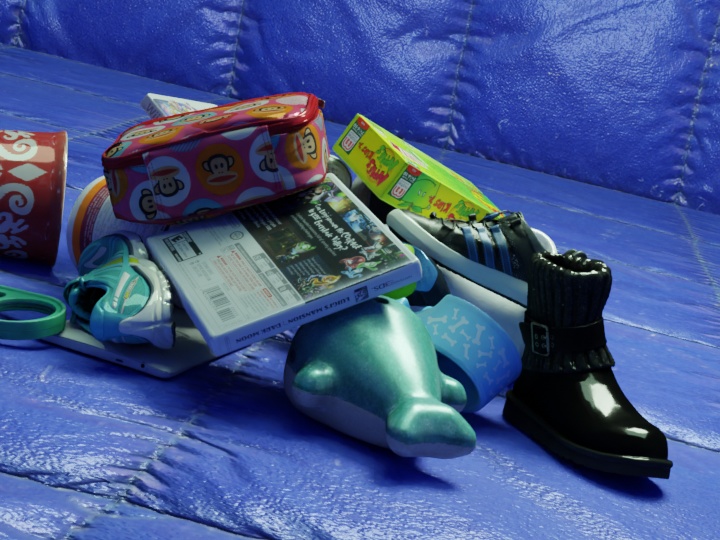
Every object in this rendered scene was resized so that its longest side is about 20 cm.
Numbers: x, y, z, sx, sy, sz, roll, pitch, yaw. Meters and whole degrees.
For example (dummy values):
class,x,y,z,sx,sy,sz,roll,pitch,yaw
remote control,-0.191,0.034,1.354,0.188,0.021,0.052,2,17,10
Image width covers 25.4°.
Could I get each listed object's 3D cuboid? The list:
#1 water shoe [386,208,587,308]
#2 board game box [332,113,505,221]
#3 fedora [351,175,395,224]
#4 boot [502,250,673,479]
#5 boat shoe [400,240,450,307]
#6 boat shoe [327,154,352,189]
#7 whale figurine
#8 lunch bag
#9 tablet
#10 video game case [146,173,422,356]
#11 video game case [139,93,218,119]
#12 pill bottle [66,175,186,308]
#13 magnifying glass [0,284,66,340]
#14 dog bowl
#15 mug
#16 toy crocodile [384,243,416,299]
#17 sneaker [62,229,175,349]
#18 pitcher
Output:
class,x,y,z,sx,sy,sz,roll,pitch,yaw
water shoe,0.121,-0.026,1.511,0.199,0.079,0.071,26,-1,-10
board game box,0.070,-0.085,1.676,0.199,0.048,0.102,26,16,-45
fedora,0.027,-0.018,1.749,0.090,0.179,0.199,-20,-26,34
boot,0.199,0.077,1.363,0.079,0.159,0.211,5,13,-34
boat shoe,0.000,0.000,1.503,0.199,0.084,0.069,30,-7,44
boat shoe,-0.072,-0.084,1.730,0.062,0.075,0.199,-40,9,-39
whale figurine,0.021,0.083,1.275,0.158,0.105,0.200,8,13,-27
lunch bag,-0.126,-0.105,1.450,0.198,0.083,0.176,-11,14,5
tablet,-0.184,0.056,1.414,0.129,0.014,0.200,16,12,16
video game case,-0.068,-0.010,1.335,0.180,0.024,0.200,-21,30,-14
video game case,-0.125,-0.098,1.624,0.200,0.018,0.143,49,19,16
pill bottle,-0.177,-0.023,1.527,0.199,0.111,0.109,14,10,34
magnifying glass,-0.320,0.023,1.384,0.079,0.023,0.199,-9,18,-35
dog bowl,0.046,0.063,1.416,0.199,0.112,0.050,19,57,32
mug,-0.399,-0.066,1.588,0.198,0.178,0.134,5,49,-15
toy crocodile,-0.046,0.003,1.383,0.198,0.068,0.062,4,-27,16
sneaker,-0.217,0.014,1.372,0.079,0.078,0.200,-4,15,-21
pitcher,0.091,0.008,1.606,0.198,0.122,0.172,17,52,8
